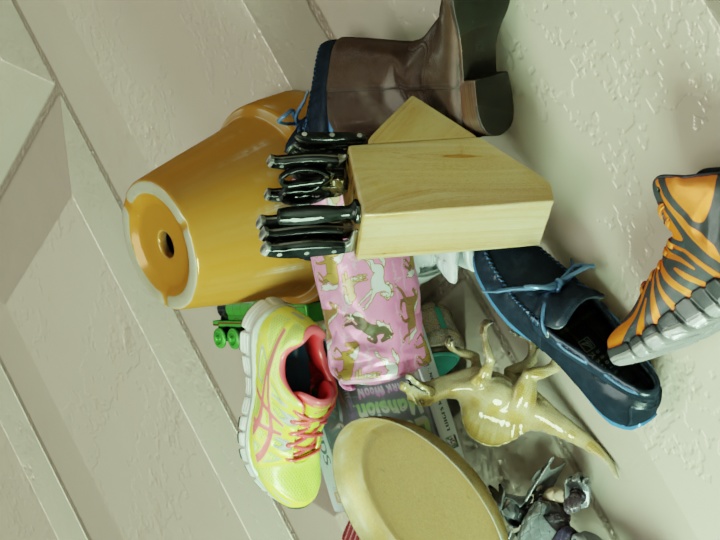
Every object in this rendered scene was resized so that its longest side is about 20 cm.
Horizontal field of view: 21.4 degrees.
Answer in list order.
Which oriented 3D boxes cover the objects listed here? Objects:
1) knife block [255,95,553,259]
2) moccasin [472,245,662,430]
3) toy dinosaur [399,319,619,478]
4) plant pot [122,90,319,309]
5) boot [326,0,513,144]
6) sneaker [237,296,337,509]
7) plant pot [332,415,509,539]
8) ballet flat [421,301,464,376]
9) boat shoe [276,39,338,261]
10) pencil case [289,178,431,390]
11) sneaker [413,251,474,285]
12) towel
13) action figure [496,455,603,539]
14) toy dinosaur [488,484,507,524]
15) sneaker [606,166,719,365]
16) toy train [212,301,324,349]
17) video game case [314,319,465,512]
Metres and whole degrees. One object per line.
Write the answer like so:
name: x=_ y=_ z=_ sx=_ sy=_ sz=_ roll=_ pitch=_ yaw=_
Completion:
knife block: x=0.025 y=-0.045 z=1.496 sx=0.200 sy=0.176 sz=0.064 roll=34 pitch=150 yaw=15
moccasin: x=0.174 y=0.034 z=1.522 sx=0.200 sy=0.080 sz=0.068 roll=44 pitch=155 yaw=14
toy dinosaur: x=0.132 y=0.103 z=1.605 sx=0.058 sy=0.200 sz=0.101 roll=-179 pitch=108 yaw=-84
plant pot: x=-0.114 y=-0.050 z=1.780 sx=0.200 sy=0.183 sz=0.200 roll=31 pitch=131 yaw=44
boot: x=0.037 y=-0.195 z=1.576 sx=0.200 sy=0.064 sz=0.187 roll=4 pitch=99 yaw=52
sneaker: x=-0.060 y=0.128 z=1.738 sx=0.090 sy=0.078 sz=0.200 roll=12 pitch=115 yaw=47
plant pot: x=0.056 y=0.205 z=1.625 sx=0.200 sy=0.027 sz=0.200 roll=31 pitch=139 yaw=31
ballet flat: x=0.038 y=0.089 z=1.760 sx=0.200 sy=0.068 sz=0.067 roll=-46 pitch=49 yaw=50
boat shoe: x=-0.041 y=-0.108 z=1.679 sx=0.069 sy=0.084 sz=0.200 roll=-2 pitch=72 yaw=29
pencil case: x=0.000 y=0.000 z=1.604 sx=0.086 sy=0.083 sz=0.200 roll=-7 pitch=98 yaw=45
sneaker: x=0.061 y=-0.013 z=1.648 sx=0.115 sy=0.075 sz=0.200 roll=49 pitch=138 yaw=33
towel: x=0.055 y=0.247 z=1.704 sx=0.144 sy=0.023 sz=0.200 roll=45 pitch=144 yaw=17
action figure: x=0.183 y=0.240 z=1.609 sx=0.200 sy=0.069 sz=0.130 roll=33 pitch=118 yaw=33
toy dinosaur: x=0.118 y=0.249 z=1.729 sx=0.200 sy=0.058 sz=0.101 roll=43 pitch=155 yaw=46
sneaker: x=0.241 y=-0.011 z=1.409 sx=0.200 sy=0.078 sz=0.112 roll=-39 pitch=70 yaw=44
toy train: x=-0.092 y=0.052 z=1.937 sx=0.200 sy=0.042 sz=0.056 roll=0 pitch=97 yaw=55
video game case: x=0.011 y=0.128 z=1.727 sx=0.200 sy=0.023 sz=0.182 roll=-14 pitch=95 yaw=53
